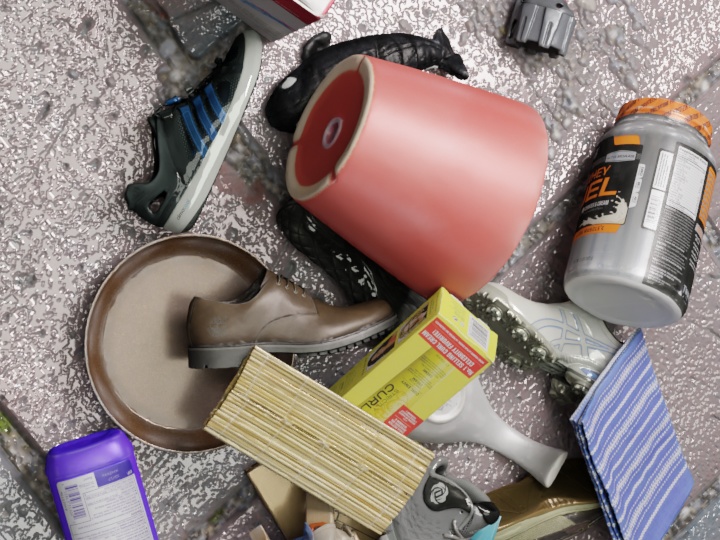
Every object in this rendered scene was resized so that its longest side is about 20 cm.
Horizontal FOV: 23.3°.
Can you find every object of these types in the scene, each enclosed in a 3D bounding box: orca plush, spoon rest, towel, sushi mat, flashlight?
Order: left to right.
[{"bbox_3d":[-0.037,0.155,1.571,0.199,0.012,0.096,32,103,-13],"label":"sushi mat"},{"bbox_3d":[0.011,-0.176,1.634,0.198,0.071,0.106,-7,94,-18],"label":"orca plush"},{"bbox_3d":[0.104,0.141,1.682,0.199,0.061,0.100,34,84,-16],"label":"spoon rest"},{"bbox_3d":[0.205,-0.308,1.695,0.067,0.068,0.202,17,86,-21],"label":"flashlight"},{"bbox_3d":[0.271,0.179,1.702,0.145,0.024,0.201,-48,126,-38],"label":"towel"}]

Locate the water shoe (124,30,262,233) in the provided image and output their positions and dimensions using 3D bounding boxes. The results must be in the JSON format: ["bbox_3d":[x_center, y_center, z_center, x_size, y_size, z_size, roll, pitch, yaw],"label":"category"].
[{"bbox_3d":[-0.152,-0.136,1.584,0.078,0.071,0.202,23,81,-9],"label":"water shoe"}]

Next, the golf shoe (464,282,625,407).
[{"bbox_3d":[0.189,0.058,1.712,0.200,0.078,0.098,38,64,-21],"label":"golf shoe"}]

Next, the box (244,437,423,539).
[{"bbox_3d":[0.005,0.229,1.674,0.163,0.021,0.201,-34,101,-14],"label":"box"}]

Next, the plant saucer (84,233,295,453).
[{"bbox_3d":[-0.159,0.066,1.610,0.198,0.032,0.203,-1,93,-19],"label":"plant saucer"}]

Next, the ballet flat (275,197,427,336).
[{"bbox_3d":[0.000,0.000,1.658,0.200,0.057,0.067,49,55,-19],"label":"ballet flat"}]

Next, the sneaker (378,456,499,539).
[{"bbox_3d":[0.083,0.265,1.598,0.115,0.075,0.202,-26,73,25],"label":"sneaker"}]

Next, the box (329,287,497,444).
[{"bbox_3d":[0.031,0.108,1.585,0.075,0.050,0.200,41,116,-15],"label":"box"}]

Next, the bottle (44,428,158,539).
[{"bbox_3d":[-0.223,0.249,1.578,0.083,0.065,0.202,-17,98,-11],"label":"bottle"}]

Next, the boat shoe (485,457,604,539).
[{"bbox_3d":[0.184,0.239,1.714,0.198,0.073,0.065,-12,123,-26],"label":"boat shoe"}]

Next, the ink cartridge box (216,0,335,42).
[{"bbox_3d":[-0.050,-0.292,1.542,0.085,0.200,0.148,34,82,-15],"label":"ink cartridge box"}]

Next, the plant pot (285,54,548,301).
[{"bbox_3d":[0.042,-0.093,1.570,0.176,0.200,0.202,24,85,-26],"label":"plant pot"}]

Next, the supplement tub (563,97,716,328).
[{"bbox_3d":[0.274,-0.057,1.684,0.122,0.122,0.202,24,68,-17],"label":"supplement tub"}]

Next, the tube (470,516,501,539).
[{"bbox_3d":[0.081,0.315,1.661,0.077,0.050,0.202,16,104,23],"label":"tube"}]

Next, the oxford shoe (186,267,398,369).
[{"bbox_3d":[-0.061,0.038,1.588,0.198,0.073,0.085,-5,92,-18],"label":"oxford shoe"}]

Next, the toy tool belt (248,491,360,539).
[{"bbox_3d":[-0.083,0.296,1.606,0.199,0.125,0.123,-33,69,4],"label":"toy tool belt"}]
